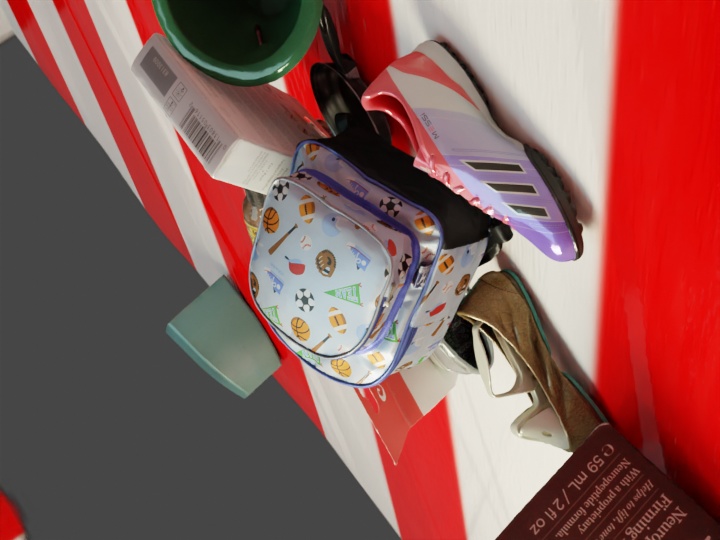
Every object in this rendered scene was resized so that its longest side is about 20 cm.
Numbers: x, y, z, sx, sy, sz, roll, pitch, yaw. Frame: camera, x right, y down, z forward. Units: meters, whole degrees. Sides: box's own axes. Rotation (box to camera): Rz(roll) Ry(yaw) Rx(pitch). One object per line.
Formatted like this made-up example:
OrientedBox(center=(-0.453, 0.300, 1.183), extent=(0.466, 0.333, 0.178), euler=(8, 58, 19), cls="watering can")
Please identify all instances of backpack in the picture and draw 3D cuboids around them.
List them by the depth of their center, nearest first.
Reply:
OrientedBox(center=(0.000, 0.000, 1.143), extent=(0.200, 0.153, 0.192), euler=(37, 130, 32), cls="backpack")

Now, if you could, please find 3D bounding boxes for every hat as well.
OrientedBox(center=(-0.078, -0.262, 1.214), extent=(0.199, 0.176, 0.166), euler=(34, 117, 17), cls="hat")

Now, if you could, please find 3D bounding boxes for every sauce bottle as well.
OrientedBox(center=(-0.118, -0.067, 1.765), extent=(0.065, 0.065, 0.200), euler=(48, 166, 31), cls="sauce bottle")

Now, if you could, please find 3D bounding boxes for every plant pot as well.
OrientedBox(center=(-0.250, 0.138, 2.599), extent=(0.200, 0.141, 0.141), euler=(49, 167, 0), cls="plant pot")

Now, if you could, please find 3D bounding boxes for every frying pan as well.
OrientedBox(center=(-0.019, -0.169, 1.217), extent=(0.115, 0.031, 0.191), euler=(36, 153, 52), cls="frying pan")

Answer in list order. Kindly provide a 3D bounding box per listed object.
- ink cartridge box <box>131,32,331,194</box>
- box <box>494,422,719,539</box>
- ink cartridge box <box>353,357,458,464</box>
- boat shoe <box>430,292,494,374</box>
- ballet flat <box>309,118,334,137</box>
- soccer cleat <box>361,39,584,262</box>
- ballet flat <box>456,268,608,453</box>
OrientedBox(center=(-0.093, -0.125, 1.236), extent=(0.199, 0.047, 0.160), euler=(18, -154, -52), cls="ink cartridge box")
OrientedBox(center=(0.202, 0.261, 1.088), extent=(0.200, 0.166, 0.164), euler=(42, 163, 14), cls="box")
OrientedBox(center=(0.035, 0.065, 1.326), extent=(0.162, 0.050, 0.200), euler=(61, -159, -17), cls="ink cartridge box")
OrientedBox(center=(0.070, 0.017, 1.289), extent=(0.071, 0.070, 0.201), euler=(13, 140, 57), cls="boat shoe")
OrientedBox(center=(-0.025, -0.073, 1.403), extent=(0.074, 0.074, 0.200), euler=(50, 168, 26), cls="ballet flat")
OrientedBox(center=(0.081, -0.075, 0.983), extent=(0.200, 0.073, 0.068), euler=(53, 167, 17), cls="soccer cleat")
OrientedBox(center=(0.145, 0.096, 1.167), extent=(0.201, 0.072, 0.068), euler=(58, 166, -7), cls="ballet flat")
